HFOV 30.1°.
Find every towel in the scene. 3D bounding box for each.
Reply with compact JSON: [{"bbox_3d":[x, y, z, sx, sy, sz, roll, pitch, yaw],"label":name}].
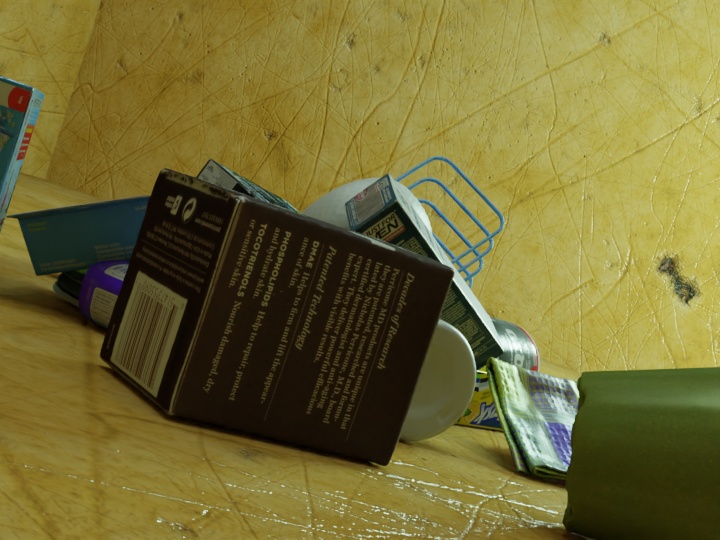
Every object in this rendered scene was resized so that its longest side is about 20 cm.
[{"bbox_3d":[0.218,0.157,1.324,0.199,0.023,0.144,16,39,-29],"label":"towel"}]

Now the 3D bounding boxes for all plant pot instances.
[{"bbox_3d":[0.252,0.149,1.009,0.188,0.202,0.200,5,0,10],"label":"plant pot"}]

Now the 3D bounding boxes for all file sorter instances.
[{"bbox_3d":[0.077,-0.025,1.670,0.139,0.122,0.200,47,-30,17],"label":"file sorter"}]

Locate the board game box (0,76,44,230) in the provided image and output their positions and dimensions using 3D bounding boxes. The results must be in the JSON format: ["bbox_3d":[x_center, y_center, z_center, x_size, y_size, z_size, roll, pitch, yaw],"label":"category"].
[{"bbox_3d":[-0.375,-0.094,1.333,0.055,0.197,0.200,18,1,-12],"label":"board game box"}]

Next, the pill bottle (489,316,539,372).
[{"bbox_3d":[0.136,0.110,1.665,0.113,0.115,0.200,19,2,31],"label":"pill bottle"}]

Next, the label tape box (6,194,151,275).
[{"bbox_3d":[-0.253,-0.037,1.339,0.143,0.064,0.200,-8,4,3],"label":"label tape box"}]

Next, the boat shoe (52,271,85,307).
[{"bbox_3d":[-0.221,0.026,1.369,0.199,0.062,0.073,18,5,20],"label":"boat shoe"}]

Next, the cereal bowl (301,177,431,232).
[{"bbox_3d":[0.000,0.000,1.479,0.199,0.200,0.083,16,29,-51],"label":"cereal bowl"}]

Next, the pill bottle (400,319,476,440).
[{"bbox_3d":[0.019,0.084,1.284,0.114,0.115,0.200,17,2,-23],"label":"pill bottle"}]

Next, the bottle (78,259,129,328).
[{"bbox_3d":[-0.169,0.047,1.247,0.199,0.066,0.083,20,8,30],"label":"bottle"}]

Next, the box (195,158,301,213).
[{"bbox_3d":[-0.084,-0.042,1.620,0.200,0.048,0.193,40,4,28],"label":"box"}]

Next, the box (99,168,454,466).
[{"bbox_3d":[-0.069,0.034,1.049,0.199,0.165,0.166,17,2,-32],"label":"box"}]

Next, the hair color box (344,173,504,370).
[{"bbox_3d":[0.064,0.007,1.375,0.201,0.060,0.100,54,8,-18],"label":"hair color box"}]

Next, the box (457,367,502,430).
[{"bbox_3d":[0.118,0.136,1.504,0.070,0.065,0.199,21,2,39],"label":"box"}]

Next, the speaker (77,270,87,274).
[{"bbox_3d":[-0.262,-0.009,1.575,0.199,0.089,0.088,19,2,14],"label":"speaker"}]
